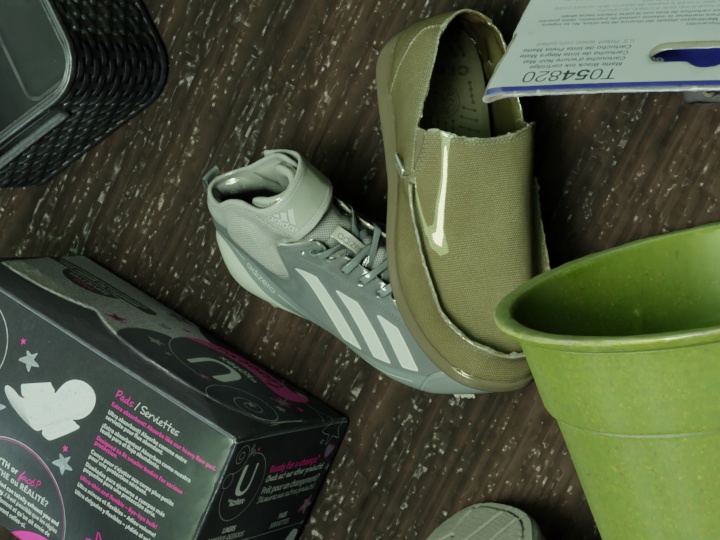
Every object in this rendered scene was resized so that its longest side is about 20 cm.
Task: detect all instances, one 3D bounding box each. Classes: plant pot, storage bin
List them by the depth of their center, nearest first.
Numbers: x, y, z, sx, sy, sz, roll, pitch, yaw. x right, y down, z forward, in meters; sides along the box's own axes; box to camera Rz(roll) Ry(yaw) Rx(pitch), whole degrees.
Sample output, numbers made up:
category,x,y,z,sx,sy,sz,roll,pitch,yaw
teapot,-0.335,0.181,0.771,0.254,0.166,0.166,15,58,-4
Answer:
category,x,y,z,sx,sy,sz,roll,pitch,yaw
plant pot,0.174,0.090,0.904,0.198,0.200,0.192,-5,103,29
storage bin,-0.216,-0.158,1.140,0.135,0.094,0.201,-33,77,27

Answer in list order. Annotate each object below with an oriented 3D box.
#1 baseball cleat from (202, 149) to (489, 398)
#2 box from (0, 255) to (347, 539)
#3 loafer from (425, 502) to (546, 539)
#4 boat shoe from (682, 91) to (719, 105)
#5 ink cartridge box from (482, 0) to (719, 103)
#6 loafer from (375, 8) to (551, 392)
category,x,y,z,sx,sy,sz,roll,pitch,yaw
baseball cleat,0.000,0.000,1.024,0.199,0.107,0.070,19,64,27
box,-0.130,0.083,1.087,0.199,0.132,0.116,31,105,23
loafer,0.082,0.169,0.967,0.072,0.200,0.063,-39,107,-7
boat shoe,0.235,-0.083,0.911,0.199,0.072,0.065,18,107,31
ink cartridge box,0.174,-0.125,0.880,0.198,0.201,0.041,2,133,29
loafer,0.050,-0.040,0.981,0.068,0.075,0.202,124,136,-61
